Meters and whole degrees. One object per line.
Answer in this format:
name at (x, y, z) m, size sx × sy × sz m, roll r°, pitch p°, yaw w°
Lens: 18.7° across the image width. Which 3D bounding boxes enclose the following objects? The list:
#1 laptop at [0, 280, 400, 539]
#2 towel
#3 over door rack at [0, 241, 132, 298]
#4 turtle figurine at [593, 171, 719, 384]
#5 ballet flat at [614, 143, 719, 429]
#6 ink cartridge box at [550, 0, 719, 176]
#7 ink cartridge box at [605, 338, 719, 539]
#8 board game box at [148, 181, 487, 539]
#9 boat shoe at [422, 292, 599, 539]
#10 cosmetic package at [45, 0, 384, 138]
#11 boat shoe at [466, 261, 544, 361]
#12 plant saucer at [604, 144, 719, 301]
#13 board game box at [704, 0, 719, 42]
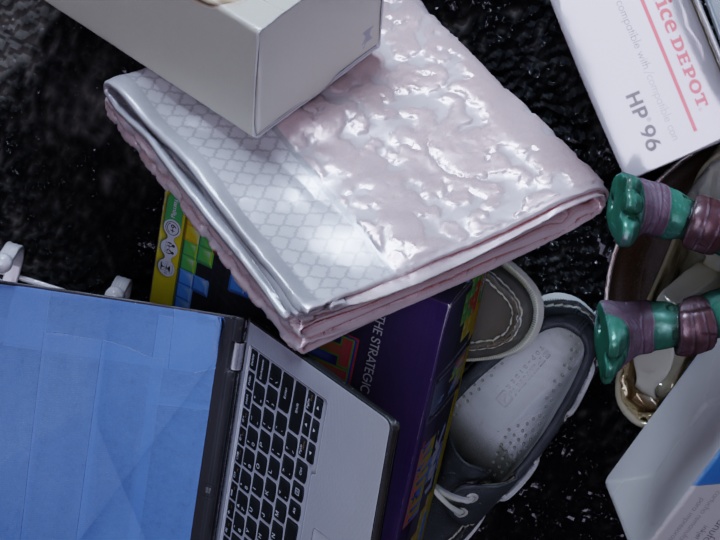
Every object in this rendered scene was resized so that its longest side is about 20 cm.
laptop at (-0.095, 0.123, 1.043) m, size 0.115 × 0.200 × 0.189 m, roll -5°, pitch 114°, yaw -35°
towel at (-0.005, -0.064, 1.106) m, size 0.190 × 0.032 × 0.200 m, roll -24°, pitch 54°, yaw -26°
over door rack at (-0.222, 0.082, 1.231) m, size 0.146 × 0.067 × 0.202 m, roll 17°, pitch 100°, yaw 4°
turtle figurine at (0.214, 0.008, 1.038) m, size 0.198 × 0.101 × 0.151 m, roll 3°, pitch 87°, yaw -3°
ballet flat at (0.181, -0.002, 1.114) m, size 0.069 × 0.070 × 0.201 m, roll 21°, pitch 117°, yaw 3°
ink cartridge box at (0.141, -0.115, 1.094) m, size 0.067 × 0.200 × 0.117 m, roll -23°, pitch 95°, yaw 9°
ink cartridge box at (0.243, 0.119, 1.136) m, size 0.199 × 0.067 × 0.117 m, roll 22°, pitch 116°, yaw -24°
board game box at (-0.034, 0.057, 1.149) m, size 0.164 × 0.057 × 0.201 m, roll 23°, pitch 124°, yaw 17°
boat shoe at (0.059, 0.096, 1.204) m, size 0.075 × 0.060 × 0.201 m, roll 34°, pitch 100°, yaw 1°
cosmetic package at (-0.093, -0.163, 1.121) m, size 0.199 × 0.103 × 0.074 m, roll 32°, pitch 141°, yaw 25°
boat shoe at (-0.001, 0.003, 1.174) m, size 0.200 × 0.060 × 0.073 m, roll 18°, pitch 97°, yaw 20°
plant saucer at (0.232, 0.019, 1.189) m, size 0.198 × 0.032 × 0.202 m, roll 1°, pitch 99°, yaw 5°
board game box at (0.277, -0.150, 1.140) m, size 0.198 × 0.026 × 0.202 m, roll -22°, pitch 95°, yaw -6°
